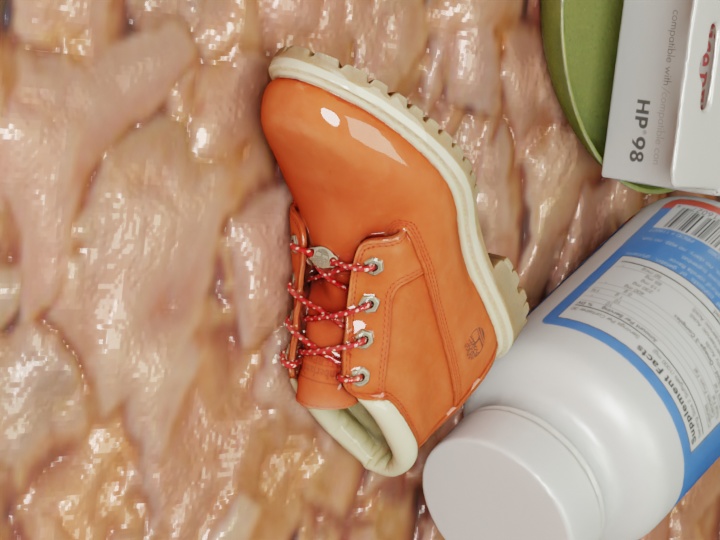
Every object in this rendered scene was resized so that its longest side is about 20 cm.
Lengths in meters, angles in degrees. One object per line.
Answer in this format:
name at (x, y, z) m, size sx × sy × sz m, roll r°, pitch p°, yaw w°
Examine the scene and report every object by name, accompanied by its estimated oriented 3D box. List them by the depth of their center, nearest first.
boot at (0.000, 0.000, 1.011) m, size 0.107 × 0.075 × 0.200 m, roll -53°, pitch 136°, yaw -23°
pill bottle at (0.117, 0.059, 1.137) m, size 0.200 × 0.112 × 0.113 m, roll -40°, pitch 127°, yaw -38°
ink cartridge box at (0.179, -0.096, 1.166) m, size 0.199 × 0.066 × 0.117 m, roll 0°, pitch 98°, yaw -52°
plant saucer at (0.143, -0.139, 1.189) m, size 0.199 × 0.031 × 0.201 m, roll -17°, pitch 112°, yaw -49°
